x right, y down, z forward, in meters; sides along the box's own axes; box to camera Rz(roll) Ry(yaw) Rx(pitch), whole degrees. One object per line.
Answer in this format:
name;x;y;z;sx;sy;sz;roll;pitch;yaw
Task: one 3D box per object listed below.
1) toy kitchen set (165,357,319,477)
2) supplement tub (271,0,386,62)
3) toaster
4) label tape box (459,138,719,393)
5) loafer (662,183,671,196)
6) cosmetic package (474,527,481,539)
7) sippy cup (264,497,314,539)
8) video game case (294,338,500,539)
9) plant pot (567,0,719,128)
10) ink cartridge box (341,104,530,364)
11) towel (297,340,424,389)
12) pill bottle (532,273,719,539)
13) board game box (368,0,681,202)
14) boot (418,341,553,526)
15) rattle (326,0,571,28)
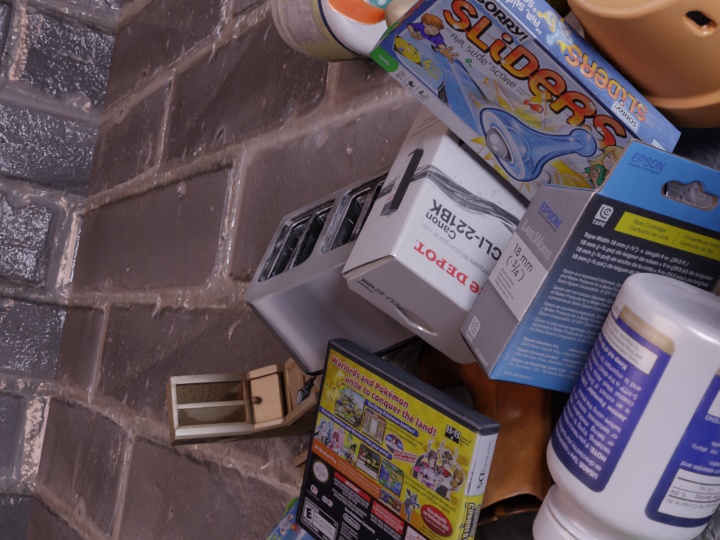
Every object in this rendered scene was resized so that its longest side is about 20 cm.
toy kitchen set;-0.118;0.183;1.131;0.200;0.179;0.164;133;133;-61
supplement tub;-0.018;-0.335;1.200;0.200;0.144;0.146;18;95;62
toaster;0.000;0.000;0.937;0.180;0.119;0.201;-23;30;34
label tape box;0.184;-0.004;0.709;0.201;0.143;0.063;-64;30;24
loafer;0.208;-0.105;0.786;0.072;0.063;0.202;-14;67;57
cosmetic package;0.049;0.232;0.909;0.071;0.105;0.201;-50;41;41
sippy cup;-0.053;0.319;1.050;0.178;0.139;0.131;37;103;33
video game case;0.023;0.176;0.817;0.199;0.025;0.182;25;108;48
plant pot;0.225;-0.214;0.661;0.199;0.140;0.202;-12;72;39
ink cartridge box;0.093;-0.044;0.820;0.084;0.144;0.201;-21;38;57
towel;0.028;0.054;0.989;0.200;0.035;0.132;-44;26;-8
pill bottle;0.197;0.115;0.664;0.120;0.119;0.201;50;123;56
board game box;0.118;-0.132;0.715;0.035;0.200;0.135;-58;15;-28
boot;0.105;0.134;0.844;0.188;0.068;0.201;-24;42;42
rattle;0.082;-0.178;0.796;0.198;0.143;0.131;-6;41;18
